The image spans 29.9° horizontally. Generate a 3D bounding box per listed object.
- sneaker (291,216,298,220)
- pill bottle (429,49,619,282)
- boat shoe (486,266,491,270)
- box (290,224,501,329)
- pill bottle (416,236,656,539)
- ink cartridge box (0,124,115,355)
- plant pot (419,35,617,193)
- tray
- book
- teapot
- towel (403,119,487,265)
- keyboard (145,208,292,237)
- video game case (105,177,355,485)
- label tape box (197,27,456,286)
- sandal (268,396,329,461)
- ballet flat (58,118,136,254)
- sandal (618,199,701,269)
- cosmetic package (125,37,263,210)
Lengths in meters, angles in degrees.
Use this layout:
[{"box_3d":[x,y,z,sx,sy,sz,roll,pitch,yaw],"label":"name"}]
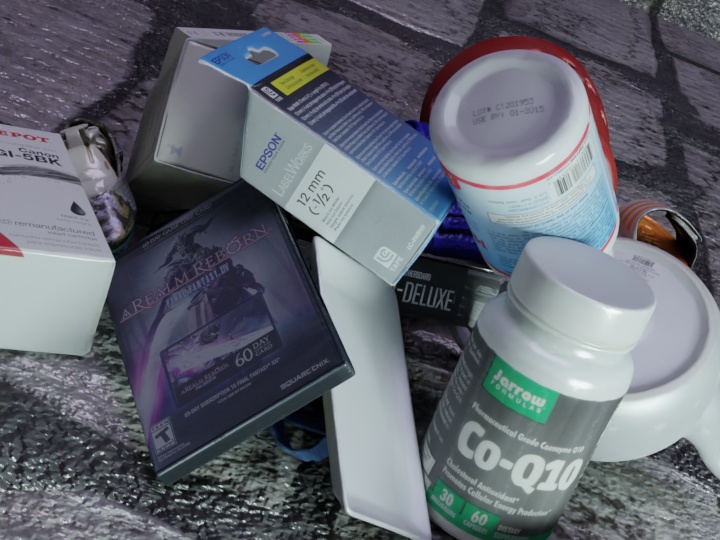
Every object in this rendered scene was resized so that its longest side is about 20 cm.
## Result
[{"box_3d":[-0.051,-0.070,1.278,0.199,0.076,0.076,15,30,9],"label":"sneaker"},{"box_3d":[0.125,-0.056,0.968,0.109,0.109,0.200,42,-11,37],"label":"pill bottle"},{"box_3d":[0.198,0.049,1.232,0.199,0.076,0.072,26,26,11],"label":"boat shoe"},{"box_3d":[0.000,0.000,1.099,0.157,0.050,0.200,12,2,-21],"label":"box"},{"box_3d":[0.118,0.085,0.928,0.112,0.201,0.113,18,25,-8],"label":"pill bottle"},{"box_3d":[-0.276,-0.033,0.978,0.146,0.083,0.200,7,28,-30],"label":"ink cartridge box"},{"box_3d":[0.166,-0.121,1.401,0.199,0.201,0.183,17,27,-12],"label":"plant pot"},{"box_3d":[0.001,0.083,0.919,0.107,0.022,0.201,32,43,-49],"label":"tray"},{"box_3d":[-0.123,-0.174,1.339,0.048,0.134,0.199,37,28,30],"label":"book"},{"box_3d":[0.189,0.079,1.086,0.196,0.147,0.201,-12,50,-8],"label":"teapot"},{"box_3d":[0.134,-0.067,1.218,0.199,0.050,0.148,10,51,-27],"label":"towel"},{"box_3d":[-0.127,-0.035,1.064,0.199,0.040,0.104,-29,17,-35],"label":"keyboard"},{"box_3d":[-0.098,0.031,0.915,0.019,0.142,0.201,54,8,-48],"label":"video game case"},{"box_3d":[-0.024,-0.089,0.987,0.199,0.066,0.143,34,23,2],"label":"label tape box"},{"box_3d":[-0.028,0.083,0.985,0.087,0.079,0.200,64,22,1],"label":"sandal"},{"box_3d":[-0.228,-0.078,1.115,0.072,0.072,0.200,13,21,-20],"label":"ballet flat"},{"box_3d":[0.308,-0.028,1.352,0.079,0.059,0.207,16,25,-13],"label":"sandal"},{"box_3d":[-0.142,-0.114,1.128,0.073,0.104,0.200,17,-8,-16],"label":"cosmetic package"}]
